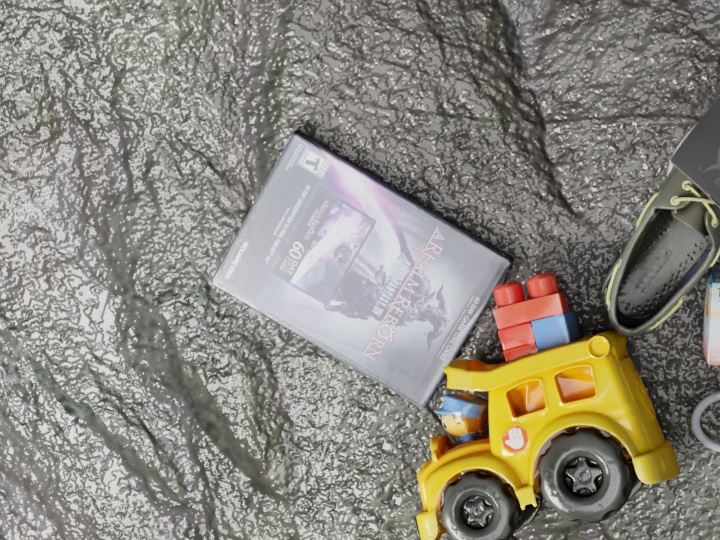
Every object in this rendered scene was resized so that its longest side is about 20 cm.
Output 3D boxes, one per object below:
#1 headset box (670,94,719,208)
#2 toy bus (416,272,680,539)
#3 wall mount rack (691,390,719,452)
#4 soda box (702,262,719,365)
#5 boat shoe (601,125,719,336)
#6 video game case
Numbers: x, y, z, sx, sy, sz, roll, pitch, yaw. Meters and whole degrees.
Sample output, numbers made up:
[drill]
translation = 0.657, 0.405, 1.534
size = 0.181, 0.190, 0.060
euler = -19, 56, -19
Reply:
[headset box]
translation = 0.322, -0.047, 1.399
size = 0.075, 0.200, 0.149
euler = -54, 54, 16
[toy bus]
translation = 0.125, 0.107, 1.535
size = 0.199, 0.136, 0.193
euler = -18, 88, 15
[wall mount rack]
translation = 0.352, 0.115, 1.504
size = 0.199, 0.075, 0.174
euler = 0, 128, 8
[soda box]
translation = 0.361, 0.037, 1.509
size = 0.199, 0.064, 0.069
euler = 3, 105, 7
[boat shoe]
translation = 0.250, -0.037, 1.507
size = 0.072, 0.060, 0.202
euler = 31, 106, 0
[video game case]
translation = 0.000, 0.000, 1.576
size = 0.199, 0.019, 0.143
euler = 31, 106, 1
